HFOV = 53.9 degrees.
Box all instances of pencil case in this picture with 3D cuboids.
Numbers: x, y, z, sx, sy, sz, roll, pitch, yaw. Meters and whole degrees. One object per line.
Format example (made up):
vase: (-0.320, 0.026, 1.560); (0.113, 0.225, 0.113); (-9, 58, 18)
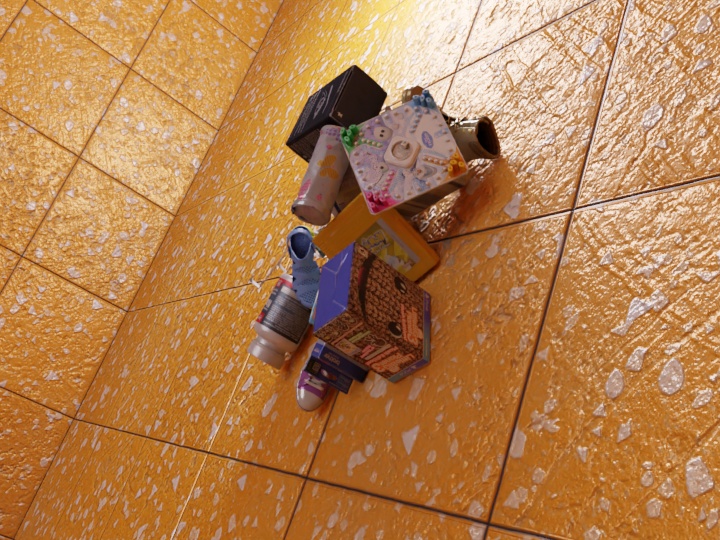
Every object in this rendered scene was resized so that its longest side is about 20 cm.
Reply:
pencil case: (-0.072, -0.190, 1.416); (0.091, 0.082, 0.203); (131, 159, -71)

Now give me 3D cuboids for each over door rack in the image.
over door rack: (-0.162, -0.026, 1.762); (0.199, 0.067, 0.147); (-37, -2, 30)

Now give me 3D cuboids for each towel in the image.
towel: (0.107, -0.141, 1.415); (0.198, 0.146, 0.024); (-30, 76, 24)

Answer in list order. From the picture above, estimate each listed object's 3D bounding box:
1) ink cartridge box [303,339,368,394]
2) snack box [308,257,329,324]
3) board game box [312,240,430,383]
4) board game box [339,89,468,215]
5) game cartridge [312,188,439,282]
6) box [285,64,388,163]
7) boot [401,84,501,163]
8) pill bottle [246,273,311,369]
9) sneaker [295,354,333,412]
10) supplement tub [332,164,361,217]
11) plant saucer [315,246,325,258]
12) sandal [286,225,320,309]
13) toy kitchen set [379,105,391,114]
ink cartridge box: (-0.016, 0.131, 1.371); (0.042, 0.119, 0.202); (13, 73, 59)
snack box: (-0.053, 0.022, 1.505); (0.116, 0.037, 0.203); (28, -101, -78)
board game box: (0.025, 0.076, 1.270); (0.096, 0.199, 0.161); (-34, 36, 35)
board game box: (0.077, -0.228, 1.335); (0.197, 0.026, 0.202); (-23, 63, 4)
game cartridge: (0.028, -0.041, 1.395); (0.176, 0.200, 0.033); (-40, 11, 30)
box: (-0.054, -0.329, 1.545); (0.199, 0.104, 0.150); (-14, 47, 55)
boot: (0.181, -0.293, 1.403); (0.073, 0.201, 0.155); (-46, 24, -22)
pill bottle: (-0.180, 0.121, 1.656); (0.202, 0.119, 0.119); (-62, 27, -8)
sneaker: (-0.076, 0.182, 1.422); (0.114, 0.072, 0.203); (107, -174, -74)
supplement tub: (0.033, -0.190, 1.492); (0.198, 0.145, 0.147); (-19, 44, 29)
plant saucer: (-0.033, -0.117, 1.635); (0.200, 0.019, 0.070); (-45, 30, 2)
sandal: (-0.127, -0.013, 1.576); (0.078, 0.087, 0.203); (-16, 76, 1)
toy kitchen set: (0.036, -0.241, 1.664); (0.161, 0.182, 0.200); (-28, -11, -3)
